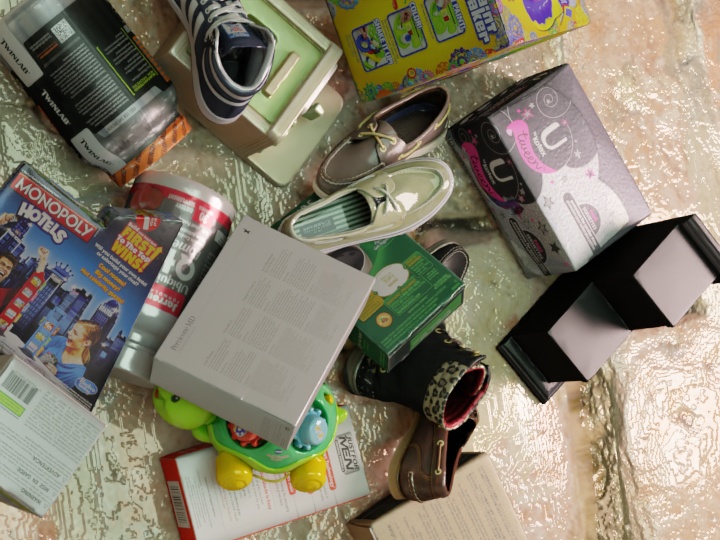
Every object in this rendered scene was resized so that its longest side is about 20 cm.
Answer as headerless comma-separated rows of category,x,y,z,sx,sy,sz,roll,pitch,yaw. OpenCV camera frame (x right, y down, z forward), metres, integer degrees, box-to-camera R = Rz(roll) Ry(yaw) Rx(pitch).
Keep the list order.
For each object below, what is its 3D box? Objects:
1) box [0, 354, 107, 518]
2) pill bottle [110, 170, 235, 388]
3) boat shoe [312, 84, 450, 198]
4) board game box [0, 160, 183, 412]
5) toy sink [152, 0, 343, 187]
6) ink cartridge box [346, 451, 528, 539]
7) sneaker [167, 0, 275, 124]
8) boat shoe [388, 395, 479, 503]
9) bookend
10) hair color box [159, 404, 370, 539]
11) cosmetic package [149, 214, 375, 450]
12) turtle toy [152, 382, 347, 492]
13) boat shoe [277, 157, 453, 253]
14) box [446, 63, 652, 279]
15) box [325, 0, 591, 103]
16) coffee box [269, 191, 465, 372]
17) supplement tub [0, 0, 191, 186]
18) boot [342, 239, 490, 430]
box,-0.330,0.151,1.506,0.112,0.200,0.102,40,72,-17
pill bottle,-0.208,0.011,1.624,0.110,0.111,0.201,24,76,-20
boat shoe,0.026,-0.139,1.747,0.072,0.060,0.199,41,52,21
board game box,-0.270,-0.004,1.504,0.200,0.062,0.200,41,85,-22
toy sink,-0.103,-0.201,1.692,0.200,0.112,0.131,41,71,-15
ink cartridge box,0.102,0.322,1.754,0.164,0.075,0.201,-28,97,-23
sneaker,-0.137,-0.251,1.569,0.070,0.108,0.202,-13,86,-22
boat shoe,0.093,0.167,1.733,0.071,0.070,0.201,58,38,-36
bookend,0.285,0.045,1.796,0.199,0.200,0.092,-46,103,-22
hair color box,-0.098,0.214,1.682,0.199,0.061,0.102,-14,90,-24
cosmetic package,-0.093,0.057,1.574,0.150,0.052,0.201,27,52,3
turtle toy,-0.108,0.136,1.609,0.198,0.101,0.147,3,52,-13
boat shoe,0.011,-0.062,1.666,0.199,0.062,0.072,-25,89,-13
box,0.211,-0.110,1.824,0.132,0.115,0.201,-35,99,-23
box,0.105,-0.276,1.710,0.200,0.192,0.123,-24,95,-54
coffee box,0.000,0.000,1.702,0.200,0.044,0.123,40,66,21
supplement tub,-0.266,-0.190,1.611,0.122,0.122,0.200,-42,101,-22
boot,0.091,0.070,1.725,0.204,0.153,0.074,-53,134,-15
